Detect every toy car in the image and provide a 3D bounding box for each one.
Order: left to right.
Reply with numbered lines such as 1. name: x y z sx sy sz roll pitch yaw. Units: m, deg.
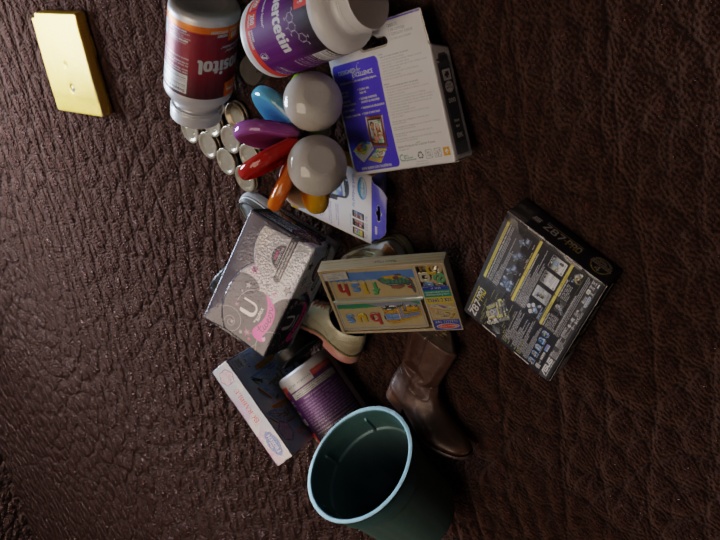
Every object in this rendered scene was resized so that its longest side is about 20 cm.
1. toy car: -0.104 -0.179 1.323 0.175 0.148 0.202 148 119 -77

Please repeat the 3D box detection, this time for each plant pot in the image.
1. plant pot: 0.048 0.359 1.547 0.199 0.201 0.196 8 152 44

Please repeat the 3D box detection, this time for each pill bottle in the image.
1. pill bottle: -0.252 -0.330 1.477 0.113 0.113 0.201 36 135 25
2. pill bottle: -0.169 0.073 1.674 0.200 0.112 0.112 50 142 9
3. pill bottle: -0.060 -0.329 1.232 0.199 0.112 0.113 -7 110 45
4. pill bottle: -0.047 0.249 1.663 0.201 0.111 0.111 55 142 3

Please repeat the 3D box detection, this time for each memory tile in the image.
1. memory tile: -0.234 -0.240 1.606 0.200 0.017 0.154 42 140 20

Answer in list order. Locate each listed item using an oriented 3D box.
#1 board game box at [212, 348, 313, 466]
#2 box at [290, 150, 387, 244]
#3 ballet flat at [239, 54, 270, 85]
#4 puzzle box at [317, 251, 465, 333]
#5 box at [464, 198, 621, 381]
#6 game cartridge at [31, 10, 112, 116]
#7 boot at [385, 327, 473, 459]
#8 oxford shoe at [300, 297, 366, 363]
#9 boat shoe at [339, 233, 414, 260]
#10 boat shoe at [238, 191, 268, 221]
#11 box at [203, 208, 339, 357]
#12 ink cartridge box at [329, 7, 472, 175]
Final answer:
1. board game box: -0.150 0.227 1.696 0.041 0.200 0.200 -38 85 24
2. box: -0.028 -0.124 1.444 0.199 0.041 0.120 25 132 31
3. ballet flat: -0.115 -0.341 1.389 0.068 0.046 0.200 53 138 0
4. puzzle box: 0.047 0.037 1.395 0.198 0.026 0.134 -4 130 22
5. box: 0.236 0.029 1.252 0.161 0.049 0.201 38 139 20
6. game cartridge: -0.568 -0.409 1.847 0.175 0.032 0.202 16 124 41
7. boot: 0.128 0.180 1.471 0.186 0.064 0.201 37 134 21
8. oxford shoe: -0.067 0.070 1.603 0.199 0.071 0.074 36 134 10
9. boat shoe: 0.000 0.000 1.473 0.075 0.068 0.200 57 143 1
10. boat shoe: -0.149 -0.052 1.610 0.200 0.056 0.069 49 142 11
11. box: -0.143 0.018 1.523 0.131 0.115 0.201 30 105 15
12. ink cartridge box: 0.046 -0.238 1.272 0.197 0.043 0.202 -1 108 47
